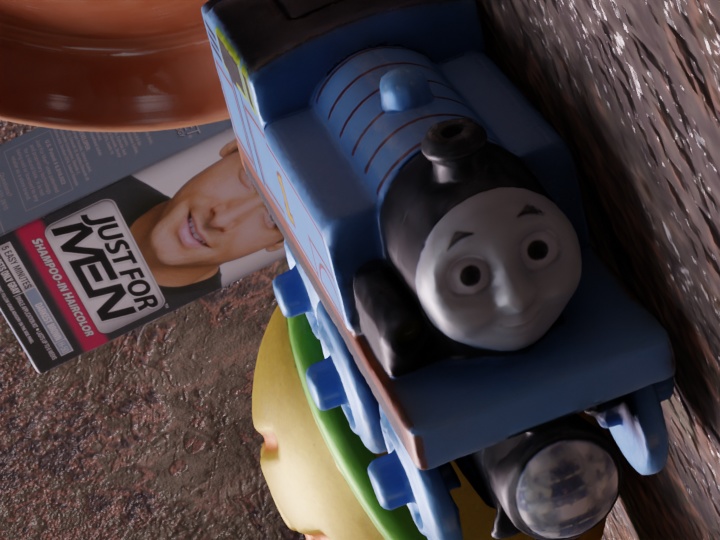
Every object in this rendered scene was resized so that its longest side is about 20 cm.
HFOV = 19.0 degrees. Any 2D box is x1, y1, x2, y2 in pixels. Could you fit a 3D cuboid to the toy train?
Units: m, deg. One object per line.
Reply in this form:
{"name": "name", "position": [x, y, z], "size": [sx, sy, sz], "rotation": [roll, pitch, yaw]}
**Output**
{"name": "toy train", "position": [0.017, -0.010, 0.582], "size": [0.200, 0.086, 0.115], "rotation": [-121, 12, -59]}

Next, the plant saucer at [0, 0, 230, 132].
{"name": "plant saucer", "position": [-0.091, -0.107, 0.686], "size": [0.201, 0.198, 0.033], "rotation": [70, -160, -61]}

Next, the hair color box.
{"name": "hair color box", "position": [-0.092, -0.040, 1.052], "size": [0.061, 0.199, 0.099], "rotation": [61, 176, 41]}

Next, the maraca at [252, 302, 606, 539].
{"name": "maraca", "position": [0.037, 0.071, 0.726], "size": [0.200, 0.107, 0.138], "rotation": [46, -154, -34]}
